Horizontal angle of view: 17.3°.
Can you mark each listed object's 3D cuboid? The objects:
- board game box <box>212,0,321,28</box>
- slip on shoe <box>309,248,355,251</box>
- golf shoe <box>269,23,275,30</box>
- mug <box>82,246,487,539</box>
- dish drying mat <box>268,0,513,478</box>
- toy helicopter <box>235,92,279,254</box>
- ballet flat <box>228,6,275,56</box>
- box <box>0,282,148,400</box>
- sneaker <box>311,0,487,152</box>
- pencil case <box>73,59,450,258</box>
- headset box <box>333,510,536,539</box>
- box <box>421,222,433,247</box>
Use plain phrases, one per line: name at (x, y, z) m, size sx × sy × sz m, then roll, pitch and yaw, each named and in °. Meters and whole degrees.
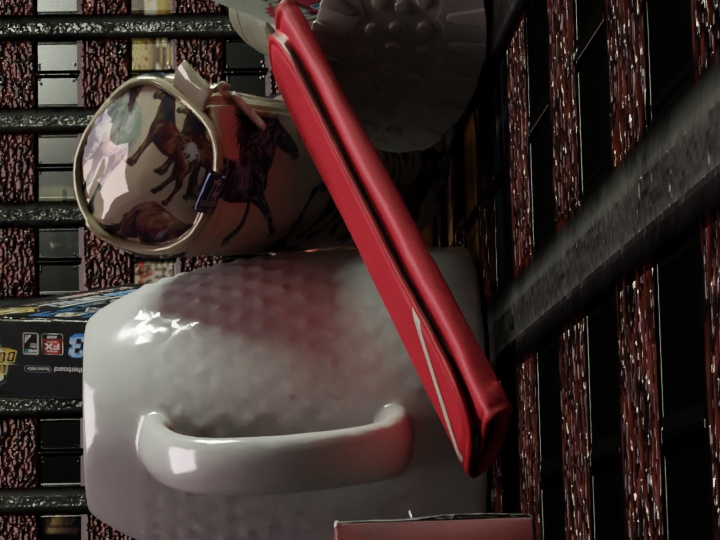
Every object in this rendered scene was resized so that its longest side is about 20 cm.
board game box at (-0.024, -0.216, 1.120) m, size 0.147 × 0.064 × 0.200 m, roll 16°, pitch -111°, yaw -48°
slip on shoe at (0.000, 0.000, 1.206) m, size 0.074 × 0.061 × 0.200 m, roll 125°, pitch 133°, yaw -61°
golf shoe at (-0.045, -0.165, 1.198) m, size 0.077 × 0.088 × 0.200 m, roll -39°, pitch -71°, yaw -50°
mug at (-0.035, 0.067, 1.051) m, size 0.200 × 0.175 × 0.148 m, roll -113°, pitch 22°, yaw -82°
dish drying mat at (0.008, -0.013, 0.974) m, size 0.077 × 0.018 × 0.200 m, roll 92°, pitch 153°, yaw -67°
toy helicopter at (-0.074, -0.061, 1.313) m, size 0.200 × 0.132 × 0.079 m, roll 70°, pitch -162°, yaw -76°
ballet flat at (-0.003, -0.200, 1.242) m, size 0.064 × 0.067 × 0.200 m, roll 41°, pitch 110°, yaw 46°
box at (-0.091, 0.039, 1.285) m, size 0.200 × 0.198 × 0.050 m, roll -9°, pitch -81°, yaw -66°
sneaker at (0.024, -0.143, 1.006) m, size 0.081 × 0.076 × 0.200 m, roll -75°, pitch -7°, yaw -54°
pencil case at (-0.037, -0.049, 1.093) m, size 0.200 × 0.089 × 0.078 m, roll -4°, pitch -124°, yaw -55°
headset box at (0.027, 0.188, 0.850) m, size 0.149 × 0.075 × 0.200 m, roll 94°, pitch 175°, yaw -63°
box at (0.018, -0.098, 1.308) m, size 0.119 × 0.041 × 0.200 m, roll -100°, pitch 7°, yaw -72°
